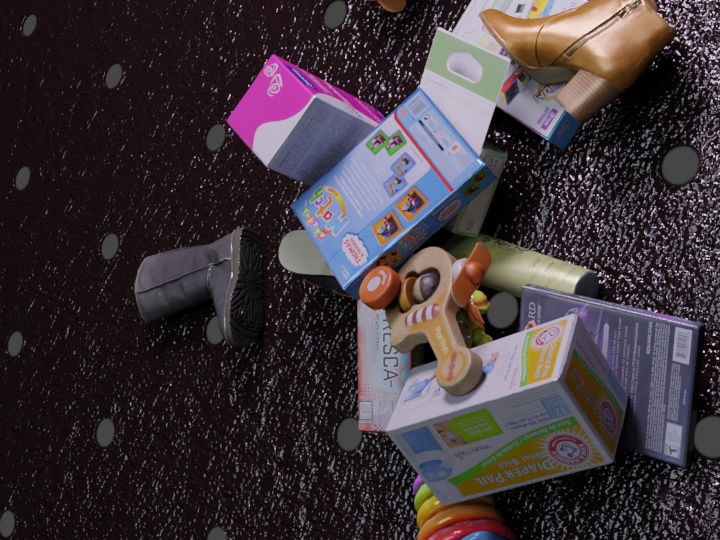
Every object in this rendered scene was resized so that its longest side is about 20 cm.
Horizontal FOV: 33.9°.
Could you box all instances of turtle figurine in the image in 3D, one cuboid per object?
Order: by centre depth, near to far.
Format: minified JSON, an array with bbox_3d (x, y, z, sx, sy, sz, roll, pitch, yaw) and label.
[{"bbox_3d":[0.114,0.087,1.255,0.200,0.064,0.161,38,126,44],"label":"turtle figurine"}]

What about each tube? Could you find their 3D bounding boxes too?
[{"bbox_3d":[0.163,-0.002,1.285,0.200,0.058,0.052,21,102,42],"label":"tube"}]

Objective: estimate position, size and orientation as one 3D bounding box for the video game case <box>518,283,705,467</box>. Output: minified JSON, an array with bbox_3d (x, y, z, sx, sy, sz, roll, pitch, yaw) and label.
[{"bbox_3d":[0.244,0.102,1.183,0.200,0.019,0.143,14,109,41],"label":"video game case"}]

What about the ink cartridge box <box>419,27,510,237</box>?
[{"bbox_3d":[0.109,-0.157,1.335,0.146,0.048,0.200,39,114,49],"label":"ink cartridge box"}]

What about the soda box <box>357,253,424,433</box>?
[{"bbox_3d":[0.035,0.080,1.325,0.064,0.068,0.200,0,89,17],"label":"soda box"}]

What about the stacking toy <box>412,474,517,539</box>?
[{"bbox_3d":[0.096,0.243,1.257,0.110,0.116,0.200,-37,47,23],"label":"stacking toy"}]

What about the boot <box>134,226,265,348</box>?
[{"bbox_3d":[-0.222,0.037,1.577,0.200,0.073,0.182,-15,55,29],"label":"boot"}]

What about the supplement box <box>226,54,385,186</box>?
[{"bbox_3d":[-0.043,-0.159,1.396,0.103,0.200,0.101,-54,52,16],"label":"supplement box"}]

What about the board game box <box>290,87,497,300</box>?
[{"bbox_3d":[0.032,-0.086,1.294,0.200,0.037,0.151,-41,49,9],"label":"board game box"}]

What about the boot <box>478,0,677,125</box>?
[{"bbox_3d":[0.229,-0.257,1.243,0.144,0.071,0.201,-46,55,11],"label":"boot"}]

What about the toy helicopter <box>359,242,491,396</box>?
[{"bbox_3d":[0.086,0.045,1.183,0.132,0.079,0.200,-40,36,15],"label":"toy helicopter"}]

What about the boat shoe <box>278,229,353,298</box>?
[{"bbox_3d":[0.001,-0.003,1.412,0.201,0.063,0.074,14,83,26],"label":"boat shoe"}]

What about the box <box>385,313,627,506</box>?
[{"bbox_3d":[0.144,0.139,1.155,0.200,0.113,0.101,-23,24,34],"label":"box"}]

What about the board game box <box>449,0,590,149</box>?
[{"bbox_3d":[0.193,-0.249,1.332,0.200,0.040,0.153,42,105,38],"label":"board game box"}]

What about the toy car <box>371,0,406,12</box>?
[{"bbox_3d":[0.036,-0.422,1.461,0.184,0.177,0.200,6,112,53],"label":"toy car"}]
